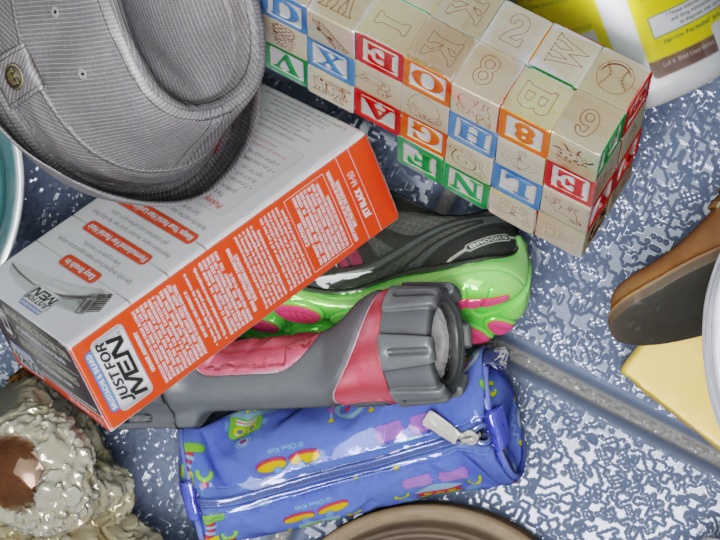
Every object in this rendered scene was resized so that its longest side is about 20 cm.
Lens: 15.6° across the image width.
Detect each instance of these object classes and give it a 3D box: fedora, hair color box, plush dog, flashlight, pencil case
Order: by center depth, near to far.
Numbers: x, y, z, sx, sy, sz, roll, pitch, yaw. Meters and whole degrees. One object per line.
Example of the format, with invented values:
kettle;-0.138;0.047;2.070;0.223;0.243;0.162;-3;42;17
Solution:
fedora;-0.116;-0.135;1.346;0.176;0.090;0.201;-10;76;-36
hair color box;-0.092;-0.011;1.410;0.200;0.111;0.064;-35;124;-19
flashlight;-0.042;0.043;1.414;0.199;0.068;0.068;-2;129;23
pencil case;-0.005;0.099;1.447;0.199;0.087;0.079;-14;94;8
plush dog;-0.171;0.149;1.460;0.199;0.160;0.172;-24;101;35

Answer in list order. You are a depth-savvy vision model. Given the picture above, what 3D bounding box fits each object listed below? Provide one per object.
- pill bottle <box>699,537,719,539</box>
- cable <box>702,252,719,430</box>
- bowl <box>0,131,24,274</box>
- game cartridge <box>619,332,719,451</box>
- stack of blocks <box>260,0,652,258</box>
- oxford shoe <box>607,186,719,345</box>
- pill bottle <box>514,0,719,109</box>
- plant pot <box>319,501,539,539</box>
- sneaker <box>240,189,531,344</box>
pill bottle;0.168;0.248;1.398;0.110;0.111;0.201;30;76;7
cable;0.268;0.035;1.294;0.199;0.069;0.201;16;89;7
bowl;-0.274;-0.045;1.476;0.199;0.105;0.202;0;88;7
game cartridge;0.270;0.030;1.443;0.176;0.032;0.200;38;91;7
stack of blocks;0.047;-0.098;1.378;0.199;0.115;0.059;28;67;12
oxford shoe;0.214;-0.027;1.414;0.199;0.071;0.071;-31;56;4
pill bottle;0.123;-0.189;1.404;0.109;0.109;0.201;-20;102;6
plant pot;0.034;0.228;1.436;0.199;0.093;0.202;0;87;7
sneaker;0.000;0.000;1.466;0.199;0.077;0.084;-1;53;14
